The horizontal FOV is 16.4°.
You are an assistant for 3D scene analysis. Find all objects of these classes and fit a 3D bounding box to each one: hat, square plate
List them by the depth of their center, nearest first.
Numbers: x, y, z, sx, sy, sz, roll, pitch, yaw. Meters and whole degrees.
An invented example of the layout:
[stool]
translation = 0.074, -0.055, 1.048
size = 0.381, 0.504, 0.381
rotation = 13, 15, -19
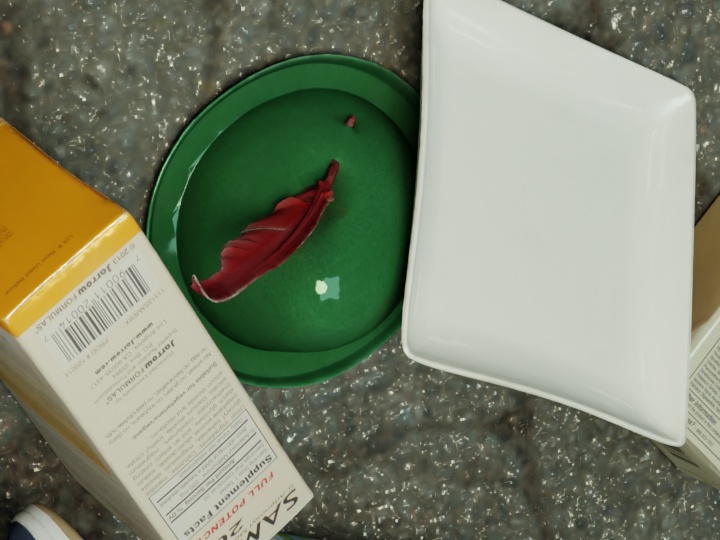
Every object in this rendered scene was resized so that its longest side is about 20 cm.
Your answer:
[hat]
translation = 0.000, 0.000, 1.172
size = 0.199, 0.176, 0.166
rotation = -33, 116, -17
[square plate]
translation = 0.094, -0.027, 1.258
size = 0.199, 0.028, 0.200
rotation = 19, 67, -38

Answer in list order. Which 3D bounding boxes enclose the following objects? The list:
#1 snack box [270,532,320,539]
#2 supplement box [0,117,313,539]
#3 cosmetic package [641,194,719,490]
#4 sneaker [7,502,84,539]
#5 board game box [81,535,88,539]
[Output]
[snack box]
translation = -0.003, 0.242, 1.250
size = 0.141, 0.053, 0.202
rotation = 13, 95, -31
[supplement box]
translation = -0.117, 0.038, 1.124
size = 0.073, 0.126, 0.201
rotation = -42, 133, -14
[cosmetic package]
translation = 0.226, 0.014, 1.360
size = 0.200, 0.071, 0.105
rotation = -50, 119, -9
[sneaker]
translation = -0.147, 0.213, 1.155
size = 0.108, 0.070, 0.201
rotation = -29, 117, -22
[board game box]
translation = -0.110, 0.236, 1.248
size = 0.200, 0.045, 0.135
rotation = 40, 82, -30
